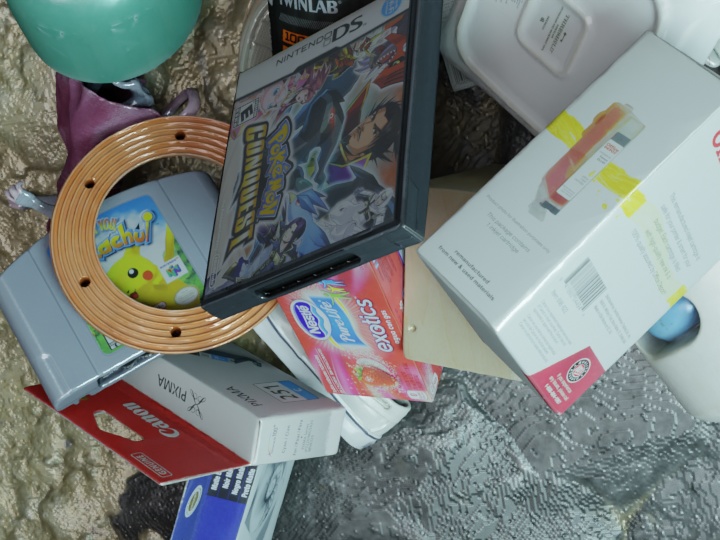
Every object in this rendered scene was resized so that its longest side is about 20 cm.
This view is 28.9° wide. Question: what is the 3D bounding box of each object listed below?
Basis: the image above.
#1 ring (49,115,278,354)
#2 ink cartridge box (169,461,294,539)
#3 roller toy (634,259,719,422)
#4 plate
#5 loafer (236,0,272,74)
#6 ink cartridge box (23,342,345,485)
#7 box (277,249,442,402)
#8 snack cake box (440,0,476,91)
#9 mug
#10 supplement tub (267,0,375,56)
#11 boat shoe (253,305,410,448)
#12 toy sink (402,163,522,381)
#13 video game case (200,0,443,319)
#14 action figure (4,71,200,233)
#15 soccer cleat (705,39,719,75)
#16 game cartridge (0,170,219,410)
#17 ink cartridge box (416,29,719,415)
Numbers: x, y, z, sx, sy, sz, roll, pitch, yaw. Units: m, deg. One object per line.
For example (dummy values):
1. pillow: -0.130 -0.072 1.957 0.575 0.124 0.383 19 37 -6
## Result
1. ring: -0.143 -0.029 1.099 0.199 0.019 0.202 1 70 -2
2. ink cartridge box: -0.111 0.223 1.160 0.040 0.200 0.201 20 107 11
3. roller toy: 0.278 0.003 1.008 0.200 0.182 0.140 -38 89 20
4. plate: 0.139 -0.168 0.954 0.200 0.032 0.200 46 139 24
5. loafer: -0.047 -0.235 1.125 0.071 0.063 0.201 15 112 -28
6. ink cartridge box: -0.141 0.101 1.115 0.199 0.175 0.045 24 109 42
7. box: 0.000 0.000 1.055 0.094 0.103 0.201 3 143 24
8. snack cake box: 0.137 -0.211 1.015 0.199 0.067 0.116 -9 100 52
9. mug: -0.199 -0.254 1.103 0.151 0.115 0.186 30 74 17
10. supplement tub: -0.008 -0.181 1.058 0.122 0.123 0.201 6 122 15
11. boat shoe: -0.035 0.055 1.171 0.066 0.072 0.200 -36 91 15
12. toy sink: 0.123 -0.009 1.060 0.111 0.200 0.131 9 105 32
13. video game case: -0.026 -0.082 0.933 0.180 0.201 0.025 -21 140 37
14. action figure: -0.227 -0.075 1.198 0.148 0.134 0.201 6 105 -14
15. soccer cleat: 0.266 -0.178 0.995 0.086 0.070 0.202 9 79 -25
16. game cartridge: -0.184 0.007 1.114 0.199 0.041 0.134 -30 68 -12
17. ink cartridge box: 0.152 -0.026 0.875 0.200 0.145 0.083 -43 54 -2
